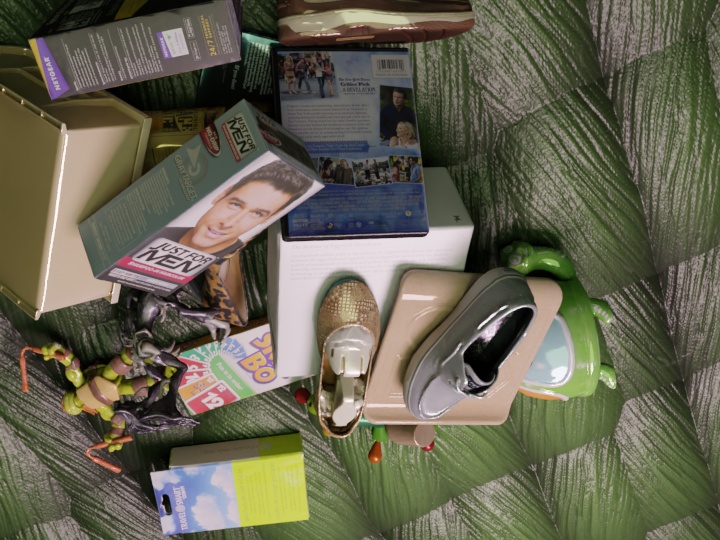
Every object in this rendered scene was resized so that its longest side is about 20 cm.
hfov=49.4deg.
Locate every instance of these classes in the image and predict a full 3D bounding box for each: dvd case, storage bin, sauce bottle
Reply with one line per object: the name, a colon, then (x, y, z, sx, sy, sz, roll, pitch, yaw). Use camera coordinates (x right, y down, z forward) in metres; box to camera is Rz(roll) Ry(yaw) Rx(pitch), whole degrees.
dvd case: (-0.012, -0.127, 0.769, 0.142, 0.018, 0.201, -3, 76, -10)
storage bin: (-0.320, -0.090, 0.760, 0.198, 0.094, 0.200, 32, 119, 25)
sauce bottle: (-0.154, -0.134, 0.793, 0.199, 0.066, 0.066, -5, 119, -4)

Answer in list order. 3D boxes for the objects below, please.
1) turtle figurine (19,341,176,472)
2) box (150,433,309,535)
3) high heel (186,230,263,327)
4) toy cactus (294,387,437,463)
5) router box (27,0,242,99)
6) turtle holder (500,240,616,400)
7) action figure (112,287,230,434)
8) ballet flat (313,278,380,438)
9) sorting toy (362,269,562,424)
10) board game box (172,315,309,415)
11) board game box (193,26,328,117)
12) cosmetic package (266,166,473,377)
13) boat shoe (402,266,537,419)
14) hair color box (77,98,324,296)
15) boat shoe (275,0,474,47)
turtle figurine: (-0.302, 0.147, 0.954, 0.161, 0.064, 0.200, -23, 109, 16)
box: (-0.173, 0.292, 1.064, 0.199, 0.048, 0.122, -5, 118, -5)
high heel: (-0.127, -0.003, 0.860, 0.200, 0.071, 0.143, -15, 123, 45)
toy cactus: (0.028, 0.191, 0.974, 0.200, 0.165, 0.102, 29, 79, -28)
router box: (-0.186, -0.221, 0.694, 0.157, 0.200, 0.052, -12, 121, -1)
turtle holder: (0.223, 0.069, 0.945, 0.131, 0.141, 0.186, -9, 121, -2)
action figure: (-0.214, 0.077, 0.866, 0.119, 0.201, 0.102, -24, 149, 38)
ballet flat: (-0.012, 0.102, 0.823, 0.070, 0.065, 0.200, -4, 130, -9)
sorting toy: (0.107, 0.087, 0.864, 0.185, 0.037, 0.200, 4, 123, -17)
board game box: (-0.138, 0.111, 0.984, 0.199, 0.030, 0.096, -20, 119, 0)
board game box: (-0.113, -0.152, 0.840, 0.135, 0.028, 0.200, 11, 116, -14)
cosmetic package: (0.000, 0.000, 0.864, 0.199, 0.123, 0.200, -2, 131, -11)
boat shoe: (0.109, 0.090, 0.799, 0.070, 0.072, 0.201, 19, 118, -25)
hair color box: (-0.144, -0.058, 0.710, 0.200, 0.061, 0.099, -33, 156, 16)
boat shoe: (0.017, -0.267, 0.774, 0.202, 0.075, 0.075, -6, 96, -15)
